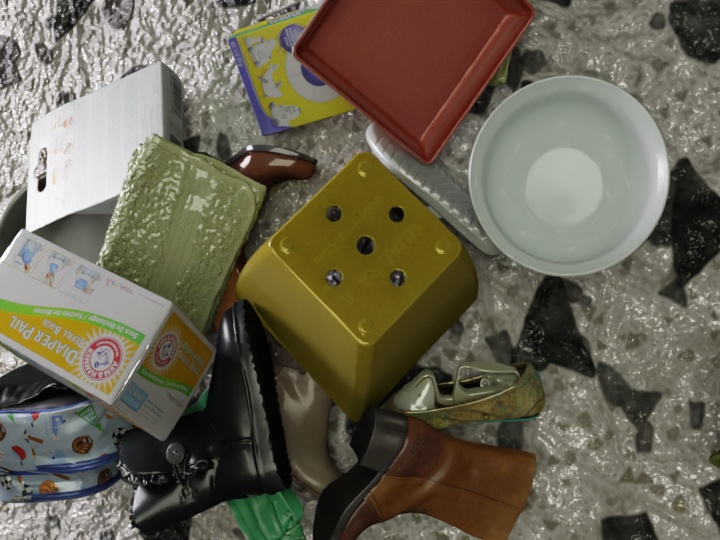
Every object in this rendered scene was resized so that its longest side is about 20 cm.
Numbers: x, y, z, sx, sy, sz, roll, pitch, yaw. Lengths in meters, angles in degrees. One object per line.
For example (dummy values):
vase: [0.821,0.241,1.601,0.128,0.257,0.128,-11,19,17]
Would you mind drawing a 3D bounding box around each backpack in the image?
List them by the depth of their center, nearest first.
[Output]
backpack: [-0.312,0.159,0.958,0.186,0.200,0.157,-10,107,17]

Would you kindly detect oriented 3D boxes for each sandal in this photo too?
sandal: [0.073,-0.082,0.966,0.202,0.082,0.050,45,122,12]

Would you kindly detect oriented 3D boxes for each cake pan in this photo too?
cake pan: [-0.329,-0.027,1.030,0.195,0.037,0.205,-2,70,7]

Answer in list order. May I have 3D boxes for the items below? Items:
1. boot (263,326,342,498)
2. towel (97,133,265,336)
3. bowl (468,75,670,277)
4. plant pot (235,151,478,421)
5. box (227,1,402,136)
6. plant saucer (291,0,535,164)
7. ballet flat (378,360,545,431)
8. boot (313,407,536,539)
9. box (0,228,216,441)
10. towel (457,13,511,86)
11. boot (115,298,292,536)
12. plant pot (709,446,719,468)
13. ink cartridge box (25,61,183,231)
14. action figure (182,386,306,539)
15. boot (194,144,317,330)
boot: [-0.056,0.143,0.969,0.198,0.070,0.148,33,89,12]
towel: [-0.199,-0.028,0.946,0.146,0.037,0.203,21,104,-13]
bowl: [0.213,-0.091,0.925,0.196,0.090,0.207,-1,84,11]
plant pot: [0.000,0.000,0.886,0.200,0.177,0.200,44,77,9]
box: [-0.034,-0.231,0.974,0.196,0.049,0.119,-15,115,14]
plant saucer: [0.054,-0.249,0.921,0.198,0.037,0.202,34,95,-25]
ballet flat: [0.095,0.132,0.937,0.195,0.071,0.073,-9,83,6]
boot: [0.063,0.245,0.914,0.196,0.068,0.192,20,98,-20]
box: [-0.252,0.060,0.836,0.197,0.113,0.103,23,71,23]
towel: [0.086,-0.294,0.996,0.196,0.036,0.152,17,89,11]
boot: [-0.165,0.143,0.880,0.164,0.077,0.204,-16,69,7]
plant pot: [0.436,0.096,0.831,0.195,0.200,0.194,7,73,11]
ink cartridge box: [-0.296,-0.134,1.031,0.196,0.047,0.163,-19,61,19]
action figure: [-0.110,0.209,0.911,0.118,0.054,0.202,-42,64,14]
boot: [-0.134,-0.034,1.000,0.183,0.068,0.205,-3,85,10]
